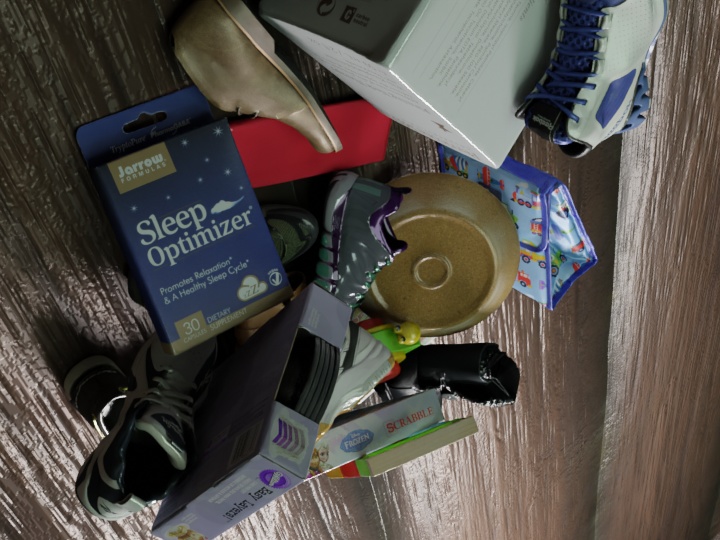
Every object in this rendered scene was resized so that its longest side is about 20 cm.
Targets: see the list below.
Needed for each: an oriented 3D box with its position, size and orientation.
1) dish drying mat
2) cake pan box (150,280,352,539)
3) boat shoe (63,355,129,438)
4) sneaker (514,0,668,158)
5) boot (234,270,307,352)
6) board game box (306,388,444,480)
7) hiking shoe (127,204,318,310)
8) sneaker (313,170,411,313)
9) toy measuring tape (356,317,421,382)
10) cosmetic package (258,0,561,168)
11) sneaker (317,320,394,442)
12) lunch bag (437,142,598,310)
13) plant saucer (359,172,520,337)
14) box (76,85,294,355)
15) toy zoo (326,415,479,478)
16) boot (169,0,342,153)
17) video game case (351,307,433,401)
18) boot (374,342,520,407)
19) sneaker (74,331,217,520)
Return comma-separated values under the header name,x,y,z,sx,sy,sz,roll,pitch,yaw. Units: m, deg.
name,x,y,z,sx,sy,sz,roll,pitch,yaw
dish drying mat,-0.051,-0.124,0.909,0.199,0.018,0.077,-17,132,-36
cake pan box,-0.092,0.126,0.815,0.052,0.185,0.200,32,133,-19
boat shoe,-0.220,0.159,0.941,0.072,0.061,0.201,-44,142,-8
sneaker,0.188,-0.167,0.781,0.115,0.080,0.200,-42,142,-23
boot,-0.117,0.101,0.980,0.200,0.073,0.155,-41,140,-42
board game box,-0.039,0.197,1.070,0.199,0.041,0.199,-16,174,-35
hiking shoe,-0.112,0.005,0.887,0.199,0.101,0.076,-26,137,-28
sneaker,0.000,0.000,0.968,0.074,0.087,0.201,-64,164,-60
toy measuring tape,-0.013,0.105,1.045,0.073,0.074,0.200,5,151,-46
cosmetic package,0.060,-0.222,0.805,0.200,0.167,0.167,28,93,-51
sneaker,-0.058,0.124,0.922,0.200,0.088,0.076,-41,173,-33
lunch bag,0.171,-0.074,1.059,0.094,0.150,0.200,-45,141,-16
plant saucer,0.075,-0.006,1.019,0.199,0.035,0.201,1,116,2
box,-0.145,-0.044,0.788,0.121,0.032,0.201,-27,103,-25
toy zoo,0.037,0.203,1.070,0.131,0.021,0.200,-18,174,-22
boot,-0.087,-0.159,0.812,0.075,0.074,0.200,-40,134,5
video game case,0.043,0.050,1.142,0.200,0.023,0.182,-39,141,-13
boot,0.110,0.144,1.127,0.200,0.167,0.077,55,47,-49
sneaker,-0.166,0.124,0.815,0.079,0.129,0.200,43,64,-21
